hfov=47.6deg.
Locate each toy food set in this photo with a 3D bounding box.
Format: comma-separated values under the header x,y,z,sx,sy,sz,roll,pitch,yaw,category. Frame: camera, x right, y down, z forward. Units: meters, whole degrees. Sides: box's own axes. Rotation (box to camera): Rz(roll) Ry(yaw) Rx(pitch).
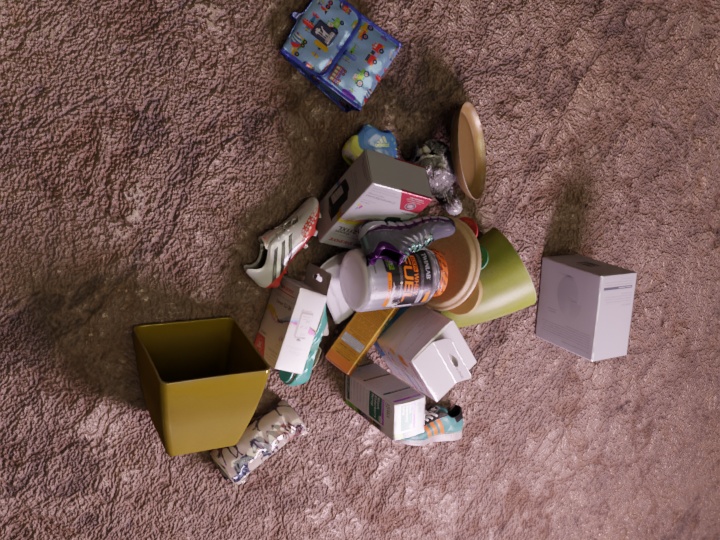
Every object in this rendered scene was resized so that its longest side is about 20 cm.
x,y,z,sx,sy,sz,roll,pitch,yaw,category
0.178,-0.016,1.697,0.048,0.198,0.202,7,95,-46,toy food set

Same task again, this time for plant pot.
x,y,z,sx,sy,sz,roll,pitch,yaw,category
0.250,0.039,1.779,0.198,0.187,0.189,-30,117,-4,plant pot
0.223,-0.248,1.703,0.199,0.027,0.204,-5,90,-65,plant pot
-0.297,0.217,1.484,0.197,0.200,0.179,-4,116,-30,plant pot

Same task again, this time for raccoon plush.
x,y,z,sx,sy,sz,roll,pitch,yaw,category
0.169,-0.178,1.659,0.096,0.135,0.200,-37,114,19,raccoon plush

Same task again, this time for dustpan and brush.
x,y,z,sx,sy,sz,roll,pitch,yaw,category
0.000,0.000,1.684,0.198,0.057,0.141,-32,127,-13,dustpan and brush

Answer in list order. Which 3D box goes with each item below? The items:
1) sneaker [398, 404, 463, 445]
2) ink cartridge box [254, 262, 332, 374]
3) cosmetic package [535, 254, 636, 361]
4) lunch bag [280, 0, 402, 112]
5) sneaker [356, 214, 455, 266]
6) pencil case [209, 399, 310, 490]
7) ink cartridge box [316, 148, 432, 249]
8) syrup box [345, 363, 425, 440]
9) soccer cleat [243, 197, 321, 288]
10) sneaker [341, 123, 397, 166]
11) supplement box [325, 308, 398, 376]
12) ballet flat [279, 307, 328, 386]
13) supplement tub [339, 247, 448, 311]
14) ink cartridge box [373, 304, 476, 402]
x,y,z,sx,sy,sz,roll,pitch,yaw,category
0.152,0.346,1.856,0.197,0.071,0.081,1,99,-36,sneaker
-0.132,0.083,1.583,0.067,0.116,0.203,17,93,-32,ink cartridge box
0.528,0.083,1.927,0.121,0.199,0.204,-4,105,-29,cosmetic package
-0.049,-0.419,1.528,0.199,0.094,0.152,35,86,-20,lunch bag
0.093,-0.048,1.550,0.196,0.075,0.089,-7,63,-14,sneaker
-0.198,0.344,1.634,0.199,0.078,0.090,-35,97,-19,pencil case
0.021,-0.126,1.568,0.144,0.200,0.084,11,53,-32,ink cartridge box
0.049,0.269,1.690,0.080,0.199,0.080,-9,109,-28,syrup box
-0.148,-0.061,1.565,0.085,0.068,0.202,33,89,-33,soccer cleat
0.058,-0.216,1.640,0.199,0.075,0.106,37,83,-32,sneaker
0.010,0.120,1.696,0.068,0.067,0.201,34,82,8,supplement box
-0.103,0.138,1.651,0.070,0.067,0.203,15,98,-49,ballet flat
0.068,0.012,1.615,0.197,0.122,0.125,-6,106,-30,supplement tub
0.135,0.167,1.714,0.125,0.199,0.129,-42,120,-14,ink cartridge box
